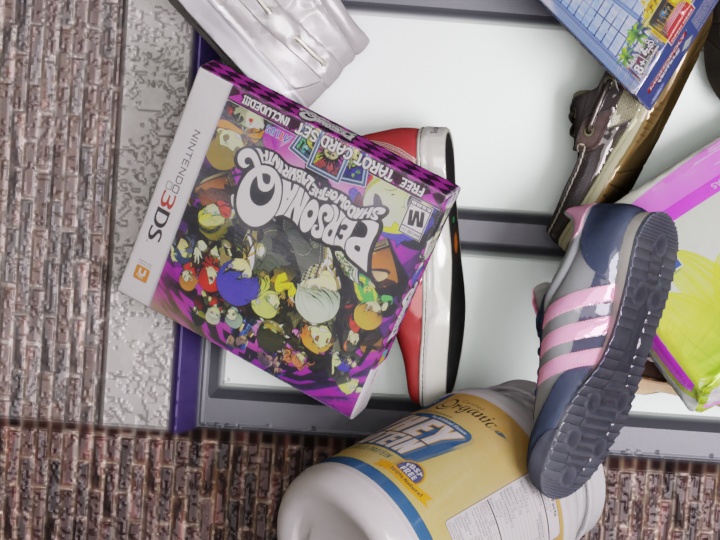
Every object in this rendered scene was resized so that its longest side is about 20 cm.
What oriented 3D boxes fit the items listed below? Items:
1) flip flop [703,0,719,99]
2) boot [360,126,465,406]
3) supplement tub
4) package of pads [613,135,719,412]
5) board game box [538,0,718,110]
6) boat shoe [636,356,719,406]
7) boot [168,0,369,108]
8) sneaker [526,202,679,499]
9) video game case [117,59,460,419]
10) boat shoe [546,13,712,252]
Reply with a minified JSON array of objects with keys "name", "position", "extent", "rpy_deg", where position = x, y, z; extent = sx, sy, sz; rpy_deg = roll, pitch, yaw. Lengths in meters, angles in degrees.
[{"name":"flip flop","position":[0.286,-0.216,1.335],"extent":[0.057,0.081,0.202],"rpy_deg":[-1,92,-28]},{"name":"boot","position":[0.000,0.000,1.349],"extent":[0.143,0.072,0.202],"rpy_deg":[-3,100,11]},{"name":"supplement tub","position":[0.057,0.167,1.282],"extent":[0.199,0.144,0.146],"rpy_deg":[-24,96,-37]},{"name":"package of pads","position":[0.270,-0.012,1.308],"extent":[0.199,0.068,0.155],"rpy_deg":[-33,70,-9]},{"name":"board game box","position":[0.166,-0.249,1.294],"extent":[0.199,0.062,0.201],"rpy_deg":[33,95,19]},{"name":"boat shoe","position":[0.248,0.061,1.351],"extent":[0.198,0.070,0.071],"rpy_deg":[11,98,-2]},{"name":"boot","position":[-0.083,-0.207,1.330],"extent":[0.096,0.074,0.200],"rpy_deg":[-43,103,-4]},{"name":"sneaker","position":[0.143,0.050,1.252],"extent":[0.082,0.070,0.202],"rpy_deg":[17,82,41]},{"name":"video game case","position":[-0.053,-0.021,1.309],"extent":[0.199,0.036,0.182],"rpy_deg":[28,112,11]},{"name":"boat shoe","position":[0.181,-0.109,1.343],"extent":[0.064,0.073,0.201],"rpy_deg":[30,94,17]}]
